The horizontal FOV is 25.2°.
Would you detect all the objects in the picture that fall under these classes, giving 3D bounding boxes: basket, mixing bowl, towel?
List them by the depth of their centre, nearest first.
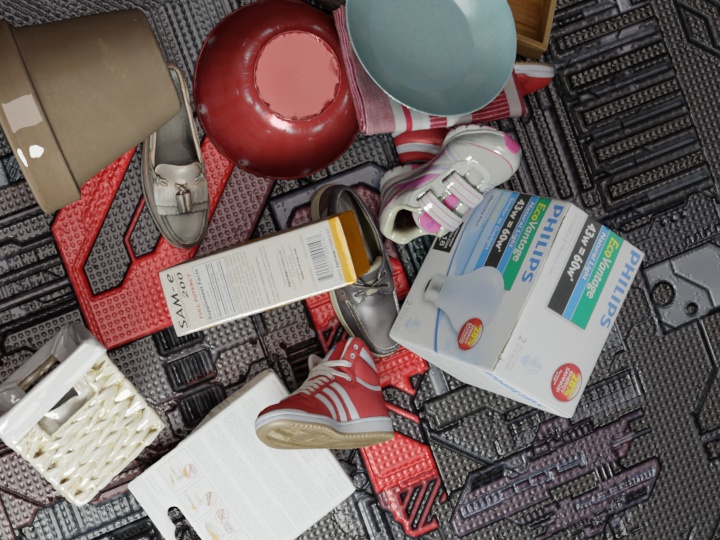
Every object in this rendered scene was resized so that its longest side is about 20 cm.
[{"bbox_3d":[-0.293,0.145,1.636,0.135,0.200,0.124,-43,102,-10],"label":"basket"},{"bbox_3d":[0.076,-0.223,1.725,0.198,0.023,0.146,-8,77,-24],"label":"towel"},{"bbox_3d":[-0.078,-0.202,1.737,0.198,0.108,0.203,0,89,-12],"label":"mixing bowl"}]

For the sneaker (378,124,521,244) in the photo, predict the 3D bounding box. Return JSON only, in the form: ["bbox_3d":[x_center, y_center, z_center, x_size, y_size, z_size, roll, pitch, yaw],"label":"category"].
[{"bbox_3d":[0.094,-0.083,1.724,0.081,0.199,0.089,34,48,-25],"label":"sneaker"}]

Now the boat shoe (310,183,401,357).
[{"bbox_3d":[0.000,0.000,1.770,0.071,0.065,0.202,-18,93,-14],"label":"boat shoe"}]

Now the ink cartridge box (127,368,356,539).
[{"bbox_3d":[-0.129,0.230,1.747,0.199,0.057,0.163,-36,96,-7],"label":"ink cartridge box"}]

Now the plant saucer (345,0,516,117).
[{"bbox_3d":[0.069,-0.251,1.697,0.199,0.039,0.203,7,71,-22],"label":"plant saucer"}]

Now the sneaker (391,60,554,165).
[{"bbox_3d":[0.127,-0.169,1.800,0.198,0.071,0.114,-10,87,-5],"label":"sneaker"}]

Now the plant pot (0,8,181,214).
[{"bbox_3d":[-0.280,-0.180,1.637,0.173,0.200,0.202,-23,94,-8],"label":"plant pot"}]

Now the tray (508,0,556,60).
[{"bbox_3d":[0.123,-0.318,1.806,0.198,0.037,0.100,19,68,-15],"label":"tray"}]

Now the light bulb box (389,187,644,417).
[{"bbox_3d":[0.165,0.028,1.725,0.124,0.199,0.200,30,82,-32],"label":"light bulb box"}]

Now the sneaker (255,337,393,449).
[{"bbox_3d":[-0.046,0.127,1.708,0.199,0.071,0.114,10,64,-52],"label":"sneaker"}]

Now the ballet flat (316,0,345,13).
[{"bbox_3d":[-0.003,-0.291,1.792,0.199,0.046,0.068,33,51,-15],"label":"ballet flat"}]

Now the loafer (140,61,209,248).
[{"bbox_3d":[-0.201,-0.125,1.729,0.071,0.063,0.202,-8,90,-13],"label":"loafer"}]

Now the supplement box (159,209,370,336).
[{"bbox_3d":[-0.098,0.002,1.688,0.198,0.126,0.074,-17,93,9],"label":"supplement box"}]
